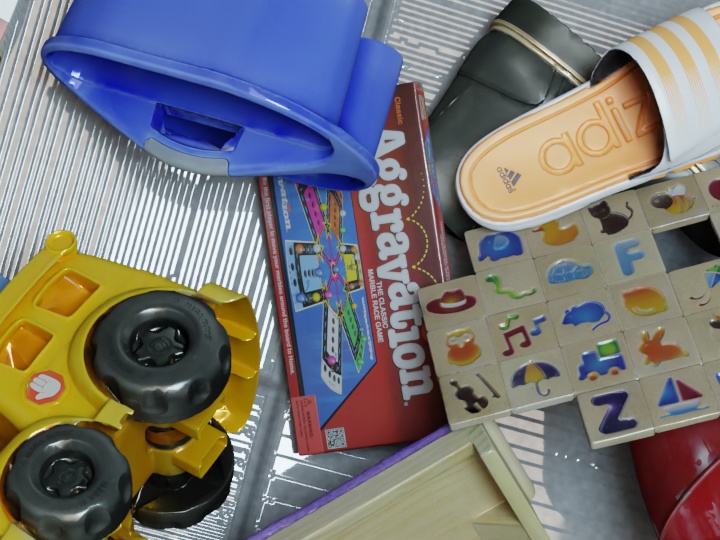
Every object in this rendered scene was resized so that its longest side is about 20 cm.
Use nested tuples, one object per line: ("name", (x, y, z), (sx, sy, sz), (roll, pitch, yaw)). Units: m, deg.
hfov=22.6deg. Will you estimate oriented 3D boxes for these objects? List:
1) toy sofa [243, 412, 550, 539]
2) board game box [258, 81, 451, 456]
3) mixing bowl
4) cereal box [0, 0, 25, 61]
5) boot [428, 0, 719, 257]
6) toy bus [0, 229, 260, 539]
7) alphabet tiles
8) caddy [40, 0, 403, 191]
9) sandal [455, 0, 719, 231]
("toy sofa", (-0.005, 0.145, 0.971), (0.200, 0.098, 0.083), (-30, 119, 4))
("board game box", (0.000, 0.000, 1.026), (0.103, 0.019, 0.201), (-9, 88, 17))
("mixing bowl", (0.224, 0.064, 1.010), (0.200, 0.200, 0.109), (-28, 60, -9))
("cereal box", (-0.239, -0.221, 1.012), (0.143, 0.040, 0.201), (21, 84, -7))
("boot", (0.120, -0.043, 1.048), (0.200, 0.077, 0.138), (41, 86, 9))
("toy bus", (-0.173, 0.078, 0.934), (0.192, 0.136, 0.200), (25, 55, 14))
("alphabet tiles", (0.134, 0.022, 0.950), (0.199, 0.008, 0.168), (-15, 46, 3))
("caddy", (-0.074, -0.101, 0.966), (0.199, 0.141, 0.105), (17, 77, 24))
("sandal", (0.149, -0.084, 0.982), (0.206, 0.059, 0.079), (-29, 80, -4))
